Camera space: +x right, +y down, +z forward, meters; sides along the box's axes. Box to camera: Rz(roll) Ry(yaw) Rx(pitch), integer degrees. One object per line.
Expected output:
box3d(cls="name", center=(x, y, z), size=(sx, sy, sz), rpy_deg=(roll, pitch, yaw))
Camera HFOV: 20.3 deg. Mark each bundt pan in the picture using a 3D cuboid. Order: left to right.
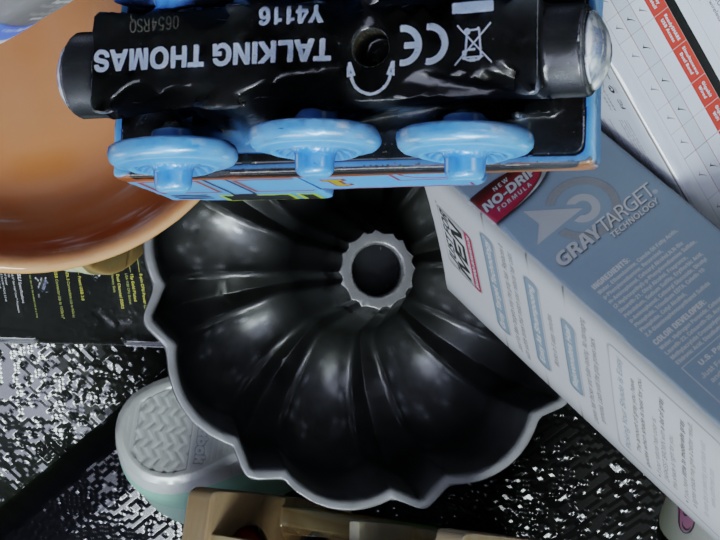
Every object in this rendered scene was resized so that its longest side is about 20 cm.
box3d(cls="bundt pan", center=(0.000, 0.000, 0.872), size=(0.200, 0.076, 0.204), rpy_deg=(0, 90, -12))

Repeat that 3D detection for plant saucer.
box3d(cls="plant saucer", center=(-0.135, -0.098, 0.784), size=(0.198, 0.037, 0.202), rpy_deg=(2, 84, -18))

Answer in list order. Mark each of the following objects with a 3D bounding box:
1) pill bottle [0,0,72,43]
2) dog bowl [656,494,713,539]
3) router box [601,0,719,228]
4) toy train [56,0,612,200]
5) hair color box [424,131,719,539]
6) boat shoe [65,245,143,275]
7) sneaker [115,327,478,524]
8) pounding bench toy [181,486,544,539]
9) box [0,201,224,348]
box3d(cls="pill bottle", center=(-0.081, -0.168, 0.680), size=(0.199, 0.114, 0.114), rpy_deg=(-27, 110, 22))
box3d(cls="dog bowl", center=(0.223, 0.075, 0.844), size=(0.198, 0.200, 0.075), rpy_deg=(-1, 98, 13))
box3d(cls="router box", center=(0.153, -0.119, 0.765), size=(0.179, 0.049, 0.201), rpy_deg=(-37, 107, -14))
box3d(cls="toy train", center=(-0.005, -0.068, 0.710), size=(0.198, 0.114, 0.088), rpy_deg=(-2, 84, 18))
box3d(cls="hair color box", center=(0.110, 0.023, 0.754), size=(0.200, 0.060, 0.099), rpy_deg=(44, 164, 31))
box3d(cls="boat shoe", center=(-0.160, -0.085, 0.848), size=(0.066, 0.074, 0.201), rpy_deg=(-8, 111, 45))
box3d(cls="sneaker", center=(-0.018, 0.069, 0.971), size=(0.198, 0.118, 0.074), rpy_deg=(-13, 73, -7))
box3d(cls="pounding bench toy", center=(-0.008, 0.207, 0.887), size=(0.155, 0.124, 0.202), rpy_deg=(5, 84, 31))
box3d(cls="box", center=(-0.137, -0.061, 0.924), size=(0.158, 0.049, 0.202), rpy_deg=(0, 118, 10))
